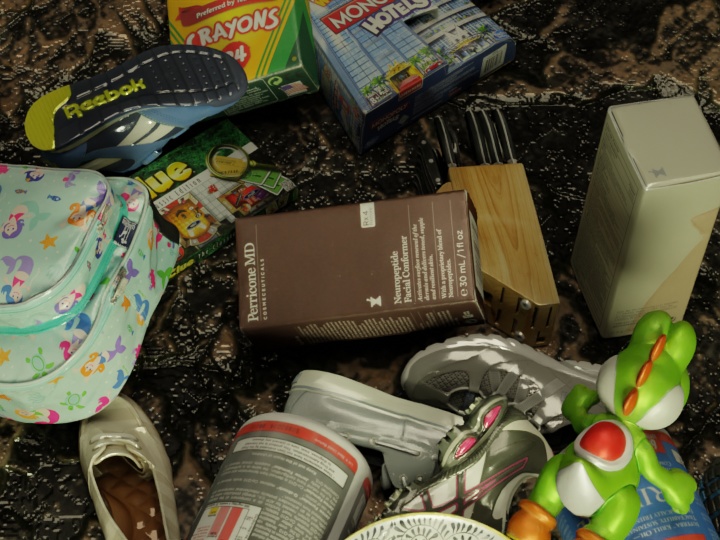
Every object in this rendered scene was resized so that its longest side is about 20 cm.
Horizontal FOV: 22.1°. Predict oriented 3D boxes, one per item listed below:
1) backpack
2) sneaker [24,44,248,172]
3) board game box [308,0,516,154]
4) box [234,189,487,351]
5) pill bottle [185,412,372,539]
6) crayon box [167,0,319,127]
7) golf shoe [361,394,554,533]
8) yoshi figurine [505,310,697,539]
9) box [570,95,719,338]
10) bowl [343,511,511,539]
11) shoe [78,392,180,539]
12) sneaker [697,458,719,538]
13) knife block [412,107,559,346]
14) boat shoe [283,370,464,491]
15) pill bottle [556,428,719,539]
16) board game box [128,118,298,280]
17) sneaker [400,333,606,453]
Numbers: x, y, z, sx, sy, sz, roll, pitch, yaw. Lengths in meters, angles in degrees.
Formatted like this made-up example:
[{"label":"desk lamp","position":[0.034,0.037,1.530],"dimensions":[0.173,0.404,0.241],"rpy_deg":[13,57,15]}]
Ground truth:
[{"label":"backpack","position":[-0.254,0.016,1.479],"dimensions":[0.176,0.151,0.201],"rpy_deg":[6,68,24]},{"label":"sneaker","position":[-0.195,-0.138,1.633],"dimensions":[0.199,0.082,0.074],"rpy_deg":[-18,57,-5]},{"label":"board game box","position":[0.013,-0.235,1.752],"dimensions":[0.199,0.062,0.200],"rpy_deg":[-33,64,-26]},{"label":"box","position":[0.000,0.000,1.527],"dimensions":[0.198,0.075,0.101],"rpy_deg":[-8,71,10]},{"label":"pill bottle","position":[-0.075,0.216,1.375],"dimensions":[0.115,0.116,0.201],"rpy_deg":[19,54,9]},{"label":"crayon box","position":[-0.113,-0.245,1.708],"dimensions":[0.126,0.051,0.201],"rpy_deg":[-16,62,14]},{"label":"golf shoe","position":[0.063,0.188,1.402],"dimensions":[0.088,0.077,0.200],"rpy_deg":[43,93,5]},{"label":"yoshi figurine","position":[0.191,0.128,1.359],"dimensions":[0.112,0.112,0.201],"rpy_deg":[31,84,-21]},{"label":"box","position":[0.238,-0.042,1.543],"dimensions":[0.077,0.201,0.095],"rpy_deg":[-9,54,-12]},{"label":"bowl","position":[0.047,0.287,1.341],"dimensions":[0.199,0.094,0.202],"rpy_deg":[2,61,-4]},{"label":"shoe","position":[-0.176,0.171,1.438],"dimensions":[0.069,0.054,0.201],"rpy_deg":[-12,56,-14]},{"label":"sneaker","position":[0.321,0.239,1.432],"dimensions":[0.086,0.075,0.201],"rpy_deg":[-4,60,-18]},{"label":"knife block","position":[0.124,-0.051,1.623],"dimensions":[0.199,0.064,0.176],"rpy_deg":[32,58,18]},{"label":"boat shoe","position":[0.031,0.144,1.477],"dimensions":[0.199,0.070,0.072],"rpy_deg":[18,71,8]},{"label":"pill bottle","position":[0.222,0.225,1.399],"dimensions":[0.111,0.113,0.201],"rpy_deg":[-13,55,-14]},{"label":"board game box","position":[-0.163,-0.052,1.626],"dimensions":[0.199,0.024,0.105],"rpy_deg":[-35,61,-27]},{"label":"sneaker","position":[0.130,0.109,1.498],"dimensions":[0.198,0.075,0.082],"rpy_deg":[9,51,1]}]
